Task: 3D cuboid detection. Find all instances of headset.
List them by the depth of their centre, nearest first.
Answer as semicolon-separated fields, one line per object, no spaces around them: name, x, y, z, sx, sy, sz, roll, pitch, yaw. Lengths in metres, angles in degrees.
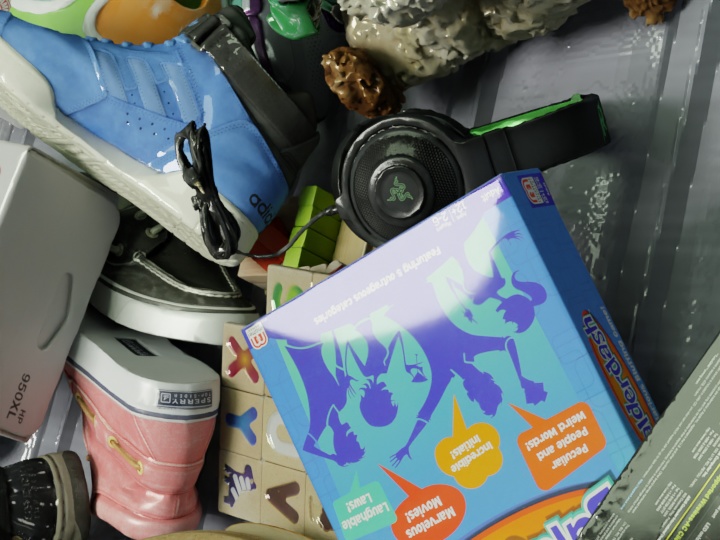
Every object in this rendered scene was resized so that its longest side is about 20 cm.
headset;0.017;-0.055;0.869;0.198;0.124;0.095;-20;95;-3

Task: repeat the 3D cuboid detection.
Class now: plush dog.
plush dog;0.055;-0.160;0.933;0.171;0.160;0.201;-22;39;56

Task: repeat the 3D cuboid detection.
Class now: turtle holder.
turtle holder;-0.139;-0.133;1.095;0.132;0.140;0.186;-62;-1;0

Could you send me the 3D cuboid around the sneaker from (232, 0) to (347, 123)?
sneaker;-0.020;-0.179;1.038;0.087;0.074;0.202;-21;56;29

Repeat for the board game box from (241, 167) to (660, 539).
board game box;0.054;0.080;0.795;0.152;0.045;0.201;-31;81;28

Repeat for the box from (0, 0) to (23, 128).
box;-0.265;-0.210;1.254;0.101;0.112;0.201;-46;47;17

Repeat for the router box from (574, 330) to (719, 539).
router box;0.148;0.141;0.688;0.150;0.062;0.201;37;98;20

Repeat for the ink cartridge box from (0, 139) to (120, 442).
ink cartridge box;-0.248;-0.004;1.015;0.199;0.084;0.146;12;78;35

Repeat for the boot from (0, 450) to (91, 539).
boot;-0.249;0.161;0.997;0.204;0.153;0.074;-49;51;44

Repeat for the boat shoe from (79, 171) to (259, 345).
boat shoe;-0.121;-0.009;1.040;0.199;0.070;0.064;25;107;48

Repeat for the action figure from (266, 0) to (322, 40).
action figure;-0.023;-0.200;0.893;0.118;0.054;0.201;-69;-9;-50

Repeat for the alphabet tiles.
alphabet tiles;-0.002;0.088;0.888;0.199;0.006;0.168;10;100;44

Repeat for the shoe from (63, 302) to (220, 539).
shoe;-0.134;0.079;1.017;0.200;0.071;0.092;29;113;62

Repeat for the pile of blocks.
pile of blocks;0.000;0.000;0.937;0.200;0.062;0.083;33;94;46

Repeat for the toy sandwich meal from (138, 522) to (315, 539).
toy sandwich meal;-0.080;0.199;0.841;0.203;0.071;0.206;-8;42;7

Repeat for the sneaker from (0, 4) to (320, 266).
sneaker;-0.113;-0.103;0.964;0.199;0.077;0.112;35;78;5
